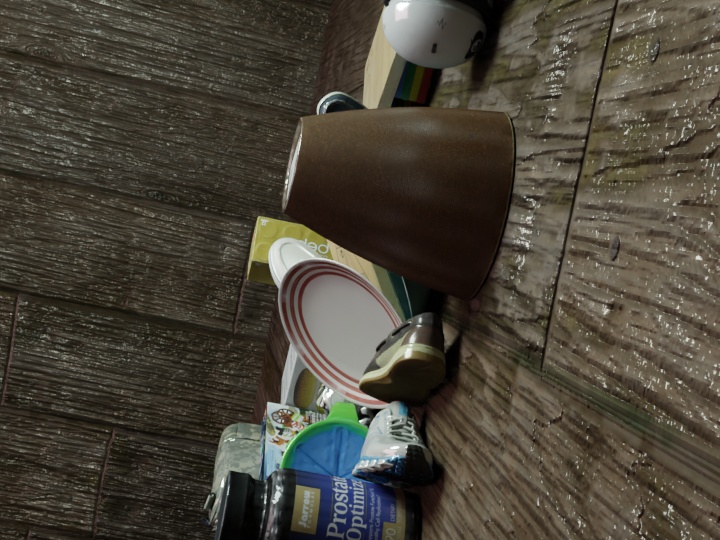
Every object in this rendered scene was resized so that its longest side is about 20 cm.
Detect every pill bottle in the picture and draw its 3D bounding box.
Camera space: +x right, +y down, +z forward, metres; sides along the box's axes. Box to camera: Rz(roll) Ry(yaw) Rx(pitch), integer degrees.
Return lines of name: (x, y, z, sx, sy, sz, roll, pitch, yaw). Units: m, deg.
pill bottle: (-0.047, 0.266, 1.142, 0.112, 0.197, 0.114, -169, 90, -81)

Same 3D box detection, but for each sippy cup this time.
sippy cup: (-0.029, 0.259, 1.313, 0.178, 0.139, 0.131, -46, -15, -19)

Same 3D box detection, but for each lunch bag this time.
lunch bag: (-0.115, 0.307, 1.534, 0.168, 0.197, 0.142, -119, 40, -78)

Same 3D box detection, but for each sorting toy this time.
sorting toy: (0.059, -0.289, 1.554, 0.200, 0.068, 0.202, 111, 167, -48)

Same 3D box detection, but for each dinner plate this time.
dinner plate: (-0.013, 0.070, 1.281, 0.024, 0.199, 0.202, -41, -19, -40)

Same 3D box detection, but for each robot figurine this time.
robot figurine: (0.093, -0.325, 1.224, 0.123, 0.149, 0.204, 6, 83, 39)

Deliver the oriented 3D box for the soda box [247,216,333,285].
soda box: (-0.050, -0.011, 1.493, 0.064, 0.196, 0.069, 114, 165, -63)

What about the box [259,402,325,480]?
box: (-0.065, 0.259, 1.471, 0.201, 0.134, 0.038, -96, 20, -61)

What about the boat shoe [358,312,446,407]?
boat shoe: (0.051, 0.097, 1.178, 0.200, 0.072, 0.066, 137, 153, -66)

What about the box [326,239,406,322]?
box: (0.000, 0.000, 1.337, 0.163, 0.021, 0.203, 168, 82, -74)

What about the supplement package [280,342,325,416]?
supplement package: (-0.043, 0.121, 1.571, 0.110, 0.112, 0.202, -92, 14, -58)

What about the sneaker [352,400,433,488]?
sneaker: (0.035, 0.177, 1.160, 0.200, 0.074, 0.088, 137, 149, -75)

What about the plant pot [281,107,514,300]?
plant pot: (0.027, -0.082, 1.093, 0.187, 0.197, 0.190, -170, 90, -81)

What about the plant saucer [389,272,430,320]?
plant saucer: (0.039, -0.032, 1.267, 0.200, 0.035, 0.203, 159, 91, -85)

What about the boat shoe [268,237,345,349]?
boat shoe: (-0.055, 0.016, 1.376, 0.201, 0.070, 0.070, 54, 158, 37)

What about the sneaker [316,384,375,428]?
sneaker: (-0.011, 0.149, 1.451, 0.075, 0.080, 0.203, -154, 77, -83)

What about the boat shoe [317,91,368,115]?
boat shoe: (0.013, -0.124, 1.354, 0.202, 0.074, 0.062, 61, -173, -20)
